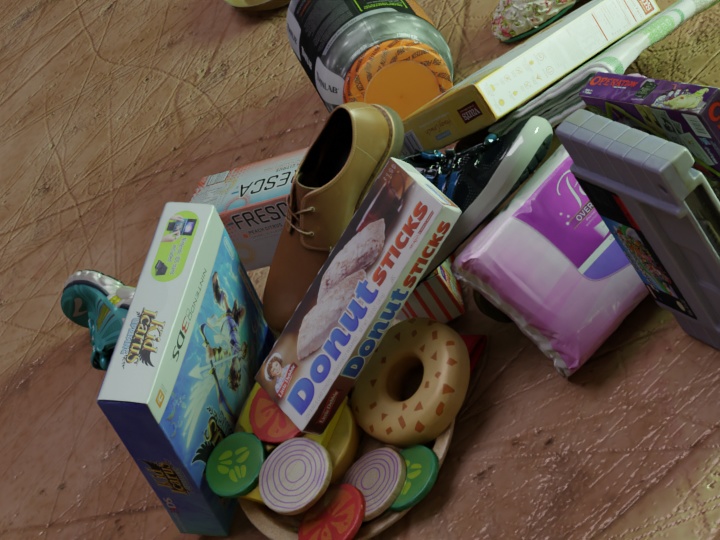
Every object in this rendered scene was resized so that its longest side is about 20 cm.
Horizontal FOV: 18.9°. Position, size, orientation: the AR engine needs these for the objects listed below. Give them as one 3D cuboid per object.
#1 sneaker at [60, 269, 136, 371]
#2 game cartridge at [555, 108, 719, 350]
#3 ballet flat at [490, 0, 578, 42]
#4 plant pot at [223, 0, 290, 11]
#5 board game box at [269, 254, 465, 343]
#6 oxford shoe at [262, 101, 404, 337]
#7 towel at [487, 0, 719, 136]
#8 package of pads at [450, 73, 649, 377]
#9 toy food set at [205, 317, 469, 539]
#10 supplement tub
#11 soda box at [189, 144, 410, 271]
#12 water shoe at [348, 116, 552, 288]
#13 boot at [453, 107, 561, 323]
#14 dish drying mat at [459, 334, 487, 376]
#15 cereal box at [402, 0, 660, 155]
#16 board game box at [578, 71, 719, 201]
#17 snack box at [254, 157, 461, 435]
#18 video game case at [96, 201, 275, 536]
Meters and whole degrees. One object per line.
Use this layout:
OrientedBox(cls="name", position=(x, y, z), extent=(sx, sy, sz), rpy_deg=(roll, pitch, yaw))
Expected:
OrientedBox(cls="sneaker", position=(-0.221, 0.053, 1.944), extent=(0.200, 0.078, 0.080), rpy_deg=(17, 72, 55))
OrientedBox(cls="game cartridge", position=(0.213, -0.015, 1.432), extent=(0.038, 0.200, 0.130), rpy_deg=(-45, 31, -14))
OrientedBox(cls="ballet flat", position=(0.190, -0.275, 1.914), extent=(0.200, 0.064, 0.076), rpy_deg=(-28, 34, 22))
OrientedBox(cls="plant pot", position=(-0.063, -0.345, 2.314), extent=(0.200, 0.027, 0.200), rpy_deg=(-27, 34, 21))
OrientedBox(cls="board game box", position=(0.000, 0.000, 1.772), extent=(0.151, 0.046, 0.200), rpy_deg=(-28, 30, 13))
OrientedBox(cls="oxford shoe", position=(-0.038, -0.041, 1.679), extent=(0.071, 0.071, 0.200), rpy_deg=(26, 100, 33))
OrientedBox(cls="towel", position=(0.205, -0.164, 1.701), extent=(0.200, 0.031, 0.149), rpy_deg=(-36, 4, -39))
OrientedBox(cls="package of pads", position=(0.173, -0.033, 1.569), extent=(0.200, 0.121, 0.076), rpy_deg=(-47, -1, -8))
OrientedBox(cls="toy food set", position=(-0.016, 0.120, 1.615), extent=(0.200, 0.049, 0.198), rpy_deg=(10, 69, 36))
OrientedBox(cls="supplement tub", position=(0.011, -0.195, 1.953), extent=(0.123, 0.123, 0.200), rpy_deg=(-37, 31, 6))
OrientedBox(cls="soda box", position=(-0.049, -0.055, 1.783), extent=(0.200, 0.068, 0.064), rpy_deg=(-14, 37, 33))
OrientedBox(cls="water shoe", position=(0.060, -0.060, 1.598), extent=(0.200, 0.079, 0.072), rpy_deg=(-46, -1, 39))
OrientedBox(cls="boot", position=(0.119, -0.046, 1.710), extent=(0.175, 0.066, 0.200), rpy_deg=(-35, 30, -14))
OrientedBox(cls="dish drying mat", position=(0.007, 0.086, 1.704), extent=(0.200, 0.018, 0.077), rpy_deg=(-8, 43, 43))
OrientedBox(cls="cereal box", position=(0.133, -0.163, 1.757), extent=(0.200, 0.040, 0.144), rpy_deg=(-35, 6, -31))
OrientedBox(cls="board game box", position=(0.239, -0.050, 1.448), extent=(0.120, 0.200, 0.032), rpy_deg=(11, 57, 52))
OrientedBox(cls="snack box", position=(-0.003, 0.019, 1.582), extent=(0.072, 0.024, 0.200), rpy_deg=(44, 108, 41))
OrientedBox(cls="video game case", position=(-0.126, 0.079, 1.665), extent=(0.045, 0.200, 0.181), rpy_deg=(4, 56, 20))
